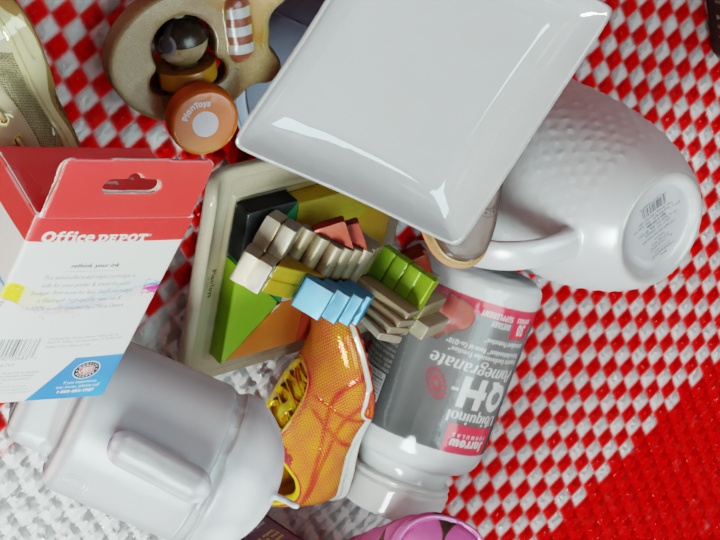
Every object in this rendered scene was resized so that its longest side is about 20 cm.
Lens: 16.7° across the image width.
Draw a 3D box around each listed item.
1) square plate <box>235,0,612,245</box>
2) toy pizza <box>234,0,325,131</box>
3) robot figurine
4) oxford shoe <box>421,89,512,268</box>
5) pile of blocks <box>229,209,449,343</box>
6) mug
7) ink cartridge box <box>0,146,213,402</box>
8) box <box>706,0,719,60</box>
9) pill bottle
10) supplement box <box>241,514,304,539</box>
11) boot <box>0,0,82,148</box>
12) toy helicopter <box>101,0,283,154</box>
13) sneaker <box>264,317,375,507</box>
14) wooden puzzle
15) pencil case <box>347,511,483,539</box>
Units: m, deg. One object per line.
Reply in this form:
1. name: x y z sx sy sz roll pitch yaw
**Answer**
1. square plate: 0.041 -0.133 1.627 0.200 0.028 0.198 23 108 -33
2. toy pizza: -0.017 -0.161 1.713 0.200 0.032 0.201 -25 129 -34
3. robot figurine: -0.136 0.117 1.648 0.200 0.170 0.113 24 98 -8
4. oxford shoe: 0.076 -0.102 1.712 0.071 0.073 0.201 0 90 -20
5. pile of blocks: 0.000 0.000 1.699 0.200 0.082 0.062 10 116 -47
6. mug: 0.143 -0.052 1.818 0.200 0.175 0.148 -25 126 -33
7. ink cartridge box: -0.184 -0.011 1.512 0.116 0.067 0.200 -2 133 -40
8. box: 0.381 -0.265 1.942 0.166 0.164 0.200 -34 131 -25
9. pill bottle: 0.054 0.087 1.853 0.111 0.111 0.200 10 104 -46
10. supplement box: -0.041 0.287 1.801 0.103 0.200 0.131 -34 131 -26
11. boot: -0.253 -0.063 1.512 0.155 0.073 0.200 -35 138 -20
12. toy helicopter: -0.083 -0.181 1.584 0.200 0.079 0.132 -38 121 1
13. sneaker: -0.036 0.104 1.777 0.077 0.073 0.200 -8 132 -22
14. wooden puzzle: -0.041 -0.008 1.743 0.200 0.037 0.185 -20 135 -37
15. pencil case: 0.030 0.237 1.844 0.093 0.200 0.091 7 77 -20
